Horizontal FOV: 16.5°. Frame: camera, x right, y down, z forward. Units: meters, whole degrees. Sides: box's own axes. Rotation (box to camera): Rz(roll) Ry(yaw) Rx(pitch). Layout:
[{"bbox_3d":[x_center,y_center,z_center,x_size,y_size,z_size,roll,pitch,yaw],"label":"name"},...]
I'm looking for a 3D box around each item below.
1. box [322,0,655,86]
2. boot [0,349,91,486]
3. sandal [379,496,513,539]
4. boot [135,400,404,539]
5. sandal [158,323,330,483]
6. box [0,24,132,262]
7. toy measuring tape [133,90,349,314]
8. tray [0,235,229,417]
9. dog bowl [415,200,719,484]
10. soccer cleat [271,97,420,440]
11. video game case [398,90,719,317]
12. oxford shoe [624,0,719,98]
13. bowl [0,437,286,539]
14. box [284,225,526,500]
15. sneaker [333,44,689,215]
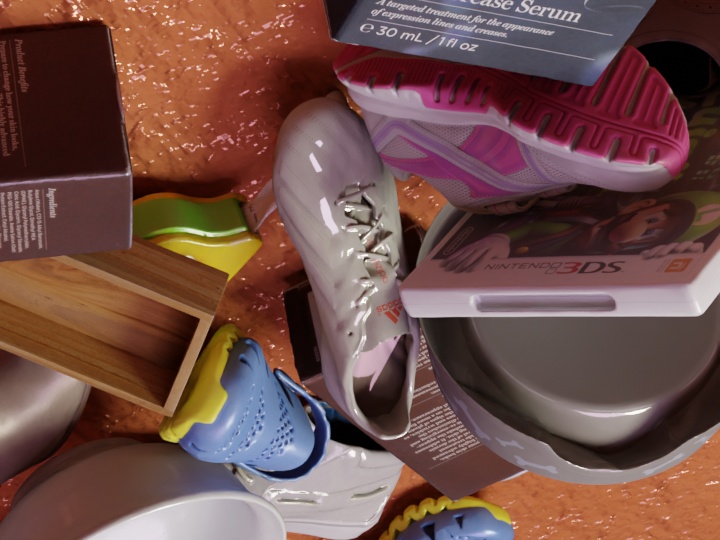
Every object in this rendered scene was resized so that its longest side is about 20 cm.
[{"bbox_3d":[0.082,-0.197,1.162,0.148,0.108,0.200,7,140,-25],"label":"box"},{"bbox_3d":[-0.245,0.099,1.443,0.146,0.070,0.200,-10,139,-57],"label":"boot"},{"bbox_3d":[0.031,0.231,1.762,0.079,0.087,0.200,25,129,-40],"label":"sandal"},{"bbox_3d":[-0.061,0.120,1.615,0.199,0.074,0.096,5,132,-31],"label":"boot"},{"bbox_3d":[-0.063,0.085,1.473,0.080,0.087,0.200,-57,173,2],"label":"sandal"},{"bbox_3d":[-0.220,-0.060,1.268,0.199,0.101,0.075,-6,146,-8],"label":"box"},{"bbox_3d":[-0.088,-0.033,1.384,0.073,0.074,0.200,22,123,-40],"label":"toy measuring tape"},{"bbox_3d":[-0.179,0.004,1.356,0.199,0.037,0.099,22,139,-4],"label":"tray"},{"bbox_3d":[0.126,0.028,1.367,0.199,0.201,0.059,-6,146,-9],"label":"dog bowl"},{"bbox_3d":[0.000,0.000,1.357,0.069,0.078,0.201,-19,123,-14],"label":"soccer cleat"},{"bbox_3d":[0.141,-0.040,1.292,0.181,0.200,0.023,-1,123,40],"label":"video game case"},{"bbox_3d":[0.199,-0.124,1.333,0.199,0.073,0.071,-6,145,-10],"label":"oxford shoe"},{"bbox_3d":[-0.153,0.166,1.510,0.200,0.091,0.202,-22,148,-15],"label":"bowl"},{"bbox_3d":[0.048,0.061,1.537,0.100,0.075,0.200,-26,142,18],"label":"box"},{"bbox_3d":[0.084,-0.073,1.287,0.199,0.081,0.089,18,142,34],"label":"sneaker"}]
